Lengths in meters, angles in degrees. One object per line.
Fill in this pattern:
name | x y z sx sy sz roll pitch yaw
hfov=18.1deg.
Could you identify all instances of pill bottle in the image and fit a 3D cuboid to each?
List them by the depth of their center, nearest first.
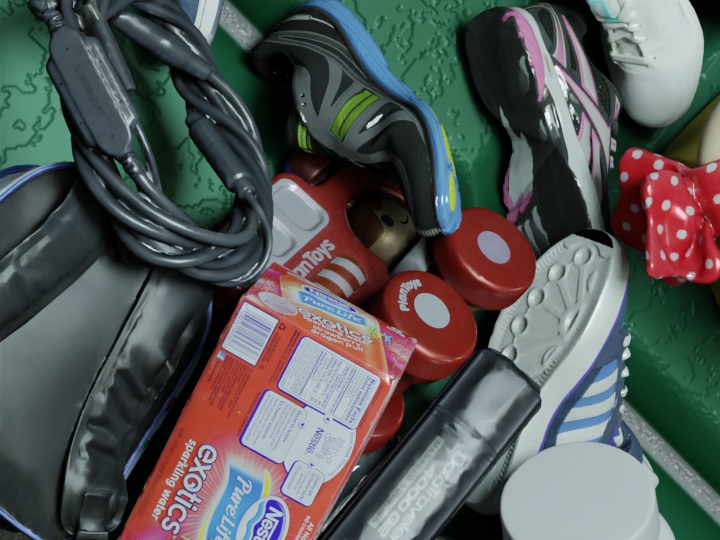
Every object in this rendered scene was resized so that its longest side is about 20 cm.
pill bottle | 0.146 0.209 1.412 0.113 0.113 0.201 -35 135 -23

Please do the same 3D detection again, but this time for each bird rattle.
bird rattle | 0.262 -0.051 1.406 0.199 0.113 0.164 20 90 11

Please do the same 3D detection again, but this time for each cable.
cable | -0.112 -0.081 1.287 0.201 0.051 0.163 60 23 -2

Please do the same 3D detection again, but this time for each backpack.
backpack | -0.184 0.037 1.292 0.191 0.154 0.200 -49 116 -12

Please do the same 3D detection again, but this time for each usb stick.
usb stick | 0.036 0.132 1.374 0.055 0.033 0.200 40 73 1

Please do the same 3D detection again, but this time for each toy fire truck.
toy fire truck | 0.000 0.000 1.396 0.168 0.112 0.200 43 42 2

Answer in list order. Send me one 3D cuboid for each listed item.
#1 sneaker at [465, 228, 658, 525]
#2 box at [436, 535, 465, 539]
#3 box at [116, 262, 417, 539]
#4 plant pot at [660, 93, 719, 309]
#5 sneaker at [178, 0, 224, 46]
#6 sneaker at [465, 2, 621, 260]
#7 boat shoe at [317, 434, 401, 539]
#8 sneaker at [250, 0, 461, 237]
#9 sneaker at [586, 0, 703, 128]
sneaker | 0.150 0.086 1.476 0.146 0.080 0.201 26 88 -42
box | 0.060 0.271 1.395 0.051 0.158 0.202 -4 90 -12
box | -0.058 0.110 1.284 0.099 0.095 0.201 28 105 3
plant pot | 0.320 -0.051 1.523 0.176 0.200 0.201 -27 100 -10
sneaker | -0.151 -0.229 1.361 0.145 0.077 0.204 0 97 -17
sneaker | 0.143 -0.085 1.497 0.086 0.080 0.201 -22 104 -35
boat shoe | -0.052 0.162 1.394 0.199 0.074 0.068 -44 98 -14
sneaker | -0.002 -0.085 1.388 0.082 0.200 0.071 -31 146 -11
sneaker | 0.174 -0.178 1.481 0.088 0.075 0.201 -40 131 -46
